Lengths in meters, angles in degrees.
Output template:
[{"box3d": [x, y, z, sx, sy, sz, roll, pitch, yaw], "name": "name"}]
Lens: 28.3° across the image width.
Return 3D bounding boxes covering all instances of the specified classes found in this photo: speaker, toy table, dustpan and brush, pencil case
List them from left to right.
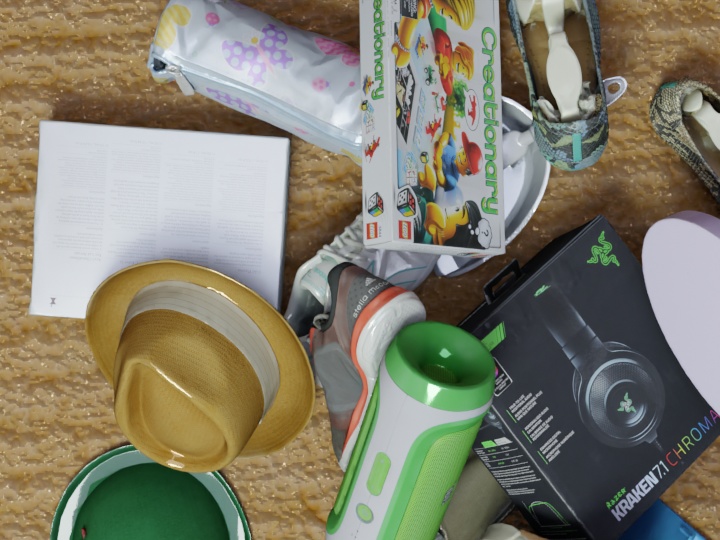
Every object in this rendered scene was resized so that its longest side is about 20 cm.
[{"box3d": [-0.064, -0.151, 1.100, 0.198, 0.091, 0.084, 22, 117, 4], "name": "pencil case"}, {"box3d": [0.033, 0.137, 1.023, 0.087, 0.089, 0.202, 17, 123, -1], "name": "speaker"}, {"box3d": [0.119, -0.098, 1.129, 0.198, 0.057, 0.141, -29, 92, 0], "name": "dustpan and brush"}, {"box3d": [0.307, 0.031, 1.026, 0.116, 0.184, 0.202, -19, 73, -25], "name": "toy table"}]

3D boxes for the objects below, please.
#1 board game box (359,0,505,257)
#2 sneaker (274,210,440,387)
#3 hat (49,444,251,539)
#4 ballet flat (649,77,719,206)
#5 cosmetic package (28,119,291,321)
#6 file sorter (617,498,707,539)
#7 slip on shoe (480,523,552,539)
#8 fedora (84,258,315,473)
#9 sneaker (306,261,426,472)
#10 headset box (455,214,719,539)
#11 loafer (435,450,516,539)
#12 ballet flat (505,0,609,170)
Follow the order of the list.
[{"box3d": [0.054, -0.115, 1.061, 0.125, 0.034, 0.203, 4, 83, -45], "name": "board game box"}, {"box3d": [0.000, 0.000, 1.103, 0.070, 0.080, 0.202, 37, 101, 42], "name": "sneaker"}, {"box3d": [-0.165, 0.244, 1.079, 0.163, 0.176, 0.203, -18, 92, 0], "name": "hat"}, {"box3d": [0.308, -0.073, 1.125, 0.068, 0.075, 0.200, -45, 92, -4], "name": "ballet flat"}, {"box3d": [-0.157, -0.035, 1.132, 0.197, 0.052, 0.153, 4, 91, -1], "name": "cosmetic package"}, {"box3d": [0.231, 0.263, 1.077, 0.122, 0.200, 0.140, 35, 91, -4], "name": "file sorter"}, {"box3d": [0.137, 0.232, 1.046, 0.075, 0.199, 0.061, 30, 76, -19], "name": "slip on shoe"}, {"box3d": [-0.131, 0.088, 1.078, 0.197, 0.082, 0.203, 9, 130, 11], "name": "fedora"}, {"box3d": [-0.001, 0.067, 1.073, 0.077, 0.202, 0.082, -31, 57, -33], "name": "sneaker"}, {"box3d": [0.162, 0.083, 1.095, 0.174, 0.093, 0.201, -38, 92, -21], "name": "headset box"}, {"box3d": [0.073, 0.197, 1.135, 0.075, 0.070, 0.200, 44, 91, -2], "name": "loafer"}, {"box3d": [0.151, -0.176, 1.084, 0.073, 0.074, 0.203, -10, 65, 0], "name": "ballet flat"}]
